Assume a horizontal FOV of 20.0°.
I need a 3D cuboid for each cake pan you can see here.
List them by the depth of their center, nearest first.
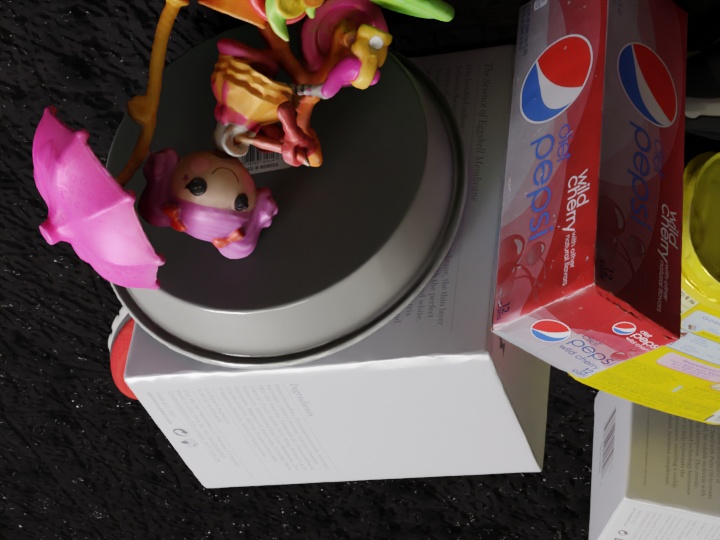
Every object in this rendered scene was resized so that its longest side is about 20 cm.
[{"bbox_3d":[-0.045,-0.048,1.045,0.198,0.202,0.037,-2,151,15],"label":"cake pan"}]

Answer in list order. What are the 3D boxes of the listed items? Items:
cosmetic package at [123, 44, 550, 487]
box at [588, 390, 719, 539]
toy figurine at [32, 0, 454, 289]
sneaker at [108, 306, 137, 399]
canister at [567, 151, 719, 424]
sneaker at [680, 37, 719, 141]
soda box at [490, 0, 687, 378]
[{"bbox_3d":[0.000,0.000,1.110,0.198,0.201,0.123,-5,144,20],"label":"cosmetic package"},{"bbox_3d":[0.255,0.131,1.322,0.198,0.125,0.098,11,147,-4],"label":"box"},{"bbox_3d":[-0.075,-0.078,0.980,0.199,0.186,0.150,20,-175,-23],"label":"toy figurine"},{"bbox_3d":[-0.098,0.050,1.310,0.077,0.086,0.199,32,140,-31],"label":"sneaker"},{"bbox_3d":[0.209,0.017,1.166,0.147,0.087,0.200,18,157,-12],"label":"canister"},{"bbox_3d":[0.219,-0.105,1.034,0.199,0.084,0.071,8,179,45],"label":"sneaker"},{"bbox_3d":[0.116,-0.053,1.005,0.063,0.202,0.070,30,141,-32],"label":"soda box"}]
